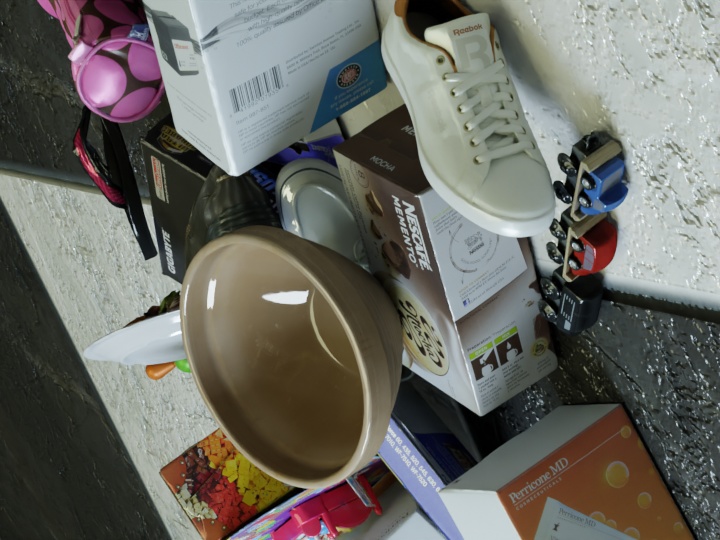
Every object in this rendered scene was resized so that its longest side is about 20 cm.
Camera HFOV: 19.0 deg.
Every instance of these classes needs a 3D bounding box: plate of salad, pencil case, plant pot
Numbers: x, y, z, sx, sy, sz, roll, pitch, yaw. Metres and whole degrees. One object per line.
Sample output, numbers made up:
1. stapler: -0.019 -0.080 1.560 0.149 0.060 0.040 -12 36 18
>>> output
1. plate of salad: -0.134 0.037 1.783 0.200 0.200 0.048 139 118 -68
2. pencil case: -0.225 -0.212 1.830 0.091 0.094 0.200 -58 34 19
3. plant pot: -0.035 0.053 1.595 0.201 0.093 0.201 24 126 37

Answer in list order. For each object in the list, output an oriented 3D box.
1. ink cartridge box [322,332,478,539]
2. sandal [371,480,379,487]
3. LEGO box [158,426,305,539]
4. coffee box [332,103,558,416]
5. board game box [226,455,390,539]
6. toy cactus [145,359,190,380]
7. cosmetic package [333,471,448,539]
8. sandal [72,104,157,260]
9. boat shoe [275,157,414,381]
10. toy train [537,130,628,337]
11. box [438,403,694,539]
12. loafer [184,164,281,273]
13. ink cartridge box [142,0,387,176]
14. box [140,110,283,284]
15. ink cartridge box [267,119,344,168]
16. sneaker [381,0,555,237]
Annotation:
1. ink cartridge box: 0.041 0.142 1.735 0.198 0.047 0.200 51 -170 14
2. sandal: -0.023 0.117 1.950 0.048 0.075 0.200 -44 76 30
3. LEGO box: -0.066 0.153 1.815 0.077 0.149 0.200 56 -171 7
4. coffee box: 0.064 -0.010 1.565 0.113 0.080 0.200 33 147 49
5. board game box: -0.031 0.208 1.775 0.039 0.158 0.200 61 -170 12
6. toy cactus: -0.111 0.109 2.006 0.200 0.102 0.165 58 -163 16
7. cosmetic package: 0.034 0.228 1.795 0.071 0.101 0.200 45 -174 -7
8. sandal: -0.225 -0.089 1.902 0.075 0.045 0.200 -117 11 -54
9. boat shoe: 0.000 0.000 1.712 0.200 0.074 0.067 55 -172 -24
10. toy train: 0.149 -0.020 1.436 0.046 0.034 0.200 44 154 27
11. box: 0.169 0.214 1.580 0.200 0.124 0.097 61 158 -7
12. loafer: -0.109 -0.036 1.772 0.200 0.073 0.072 135 122 -67
13. ink cartridge box: -0.073 -0.192 1.527 0.084 0.145 0.200 38 151 41
14. box: -0.098 -0.019 1.881 0.198 0.050 0.200 32 149 21
15. ink cartridge box: -0.094 -0.159 1.753 0.198 0.043 0.200 15 134 60
16. sneaker: 0.068 -0.113 1.404 0.200 0.073 0.085 60 156 29
